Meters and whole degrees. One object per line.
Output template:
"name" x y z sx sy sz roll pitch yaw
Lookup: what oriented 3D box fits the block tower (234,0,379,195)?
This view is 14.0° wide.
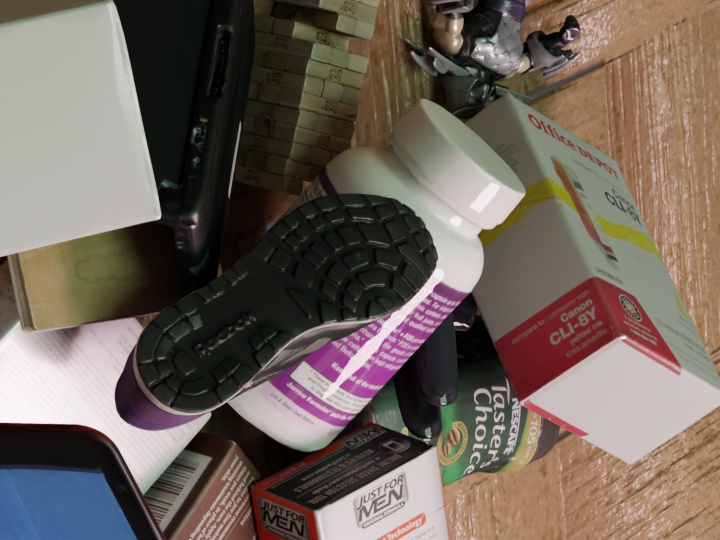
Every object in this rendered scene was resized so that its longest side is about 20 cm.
"block tower" -0.028 -0.144 1.745 0.058 0.054 0.200 12 91 -49

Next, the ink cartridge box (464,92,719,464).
"ink cartridge box" 0.132 0.004 1.856 0.083 0.200 0.145 -36 145 20

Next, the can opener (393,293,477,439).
"can opener" 0.039 0.026 1.793 0.200 0.079 0.063 -92 -169 -59

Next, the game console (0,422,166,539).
"game console" -0.195 0.180 1.556 0.172 0.119 0.200 -39 130 -20

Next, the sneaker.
"sneaker" -0.052 0.023 1.614 0.200 0.088 0.076 -28 83 -27

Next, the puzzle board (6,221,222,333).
"puzzle board" -0.143 -0.047 1.606 0.200 0.017 0.151 -8 86 -63

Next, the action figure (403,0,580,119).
"action figure" 0.096 -0.182 1.871 0.130 0.069 0.200 22 86 -59

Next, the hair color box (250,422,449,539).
"hair color box" 0.003 0.203 1.750 0.101 0.061 0.200 -25 119 -36

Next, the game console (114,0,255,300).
"game console" -0.128 -0.102 1.617 0.176 0.116 0.200 90 7 -59

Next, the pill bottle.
"pill bottle" 0.000 0.000 1.710 0.200 0.112 0.112 -47 141 12

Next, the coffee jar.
"coffee jar" 0.045 0.090 1.866 0.200 0.085 0.104 -16 112 -47

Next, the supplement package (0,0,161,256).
"supplement package" -0.210 -0.071 1.428 0.200 0.117 0.117 -14 111 -7

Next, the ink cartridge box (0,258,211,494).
"ink cartridge box" -0.193 0.100 1.638 0.200 0.050 0.162 -47 133 -12

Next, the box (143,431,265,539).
"box" -0.079 0.190 1.759 0.100 0.075 0.200 -56 134 -24
